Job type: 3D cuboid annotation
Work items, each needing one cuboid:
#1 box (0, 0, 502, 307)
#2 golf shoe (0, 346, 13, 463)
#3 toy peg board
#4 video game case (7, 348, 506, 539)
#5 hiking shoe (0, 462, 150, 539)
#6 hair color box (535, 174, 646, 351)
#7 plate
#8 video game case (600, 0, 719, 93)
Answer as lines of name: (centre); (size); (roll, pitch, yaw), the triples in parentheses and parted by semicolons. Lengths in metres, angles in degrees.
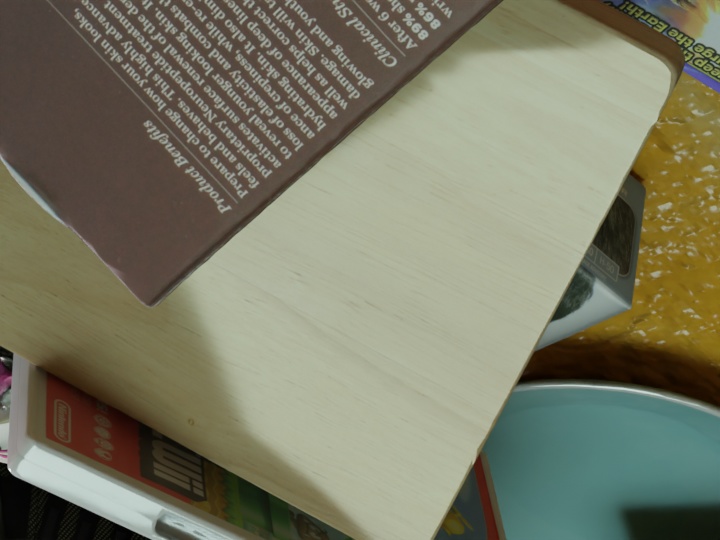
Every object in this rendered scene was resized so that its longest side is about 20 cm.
box: (-0.022, -0.089, 0.744); (0.100, 0.075, 0.200); (47, 123, -7)
golf shoe: (-0.136, 0.038, 1.045); (0.092, 0.073, 0.200); (24, 169, -22)
toy peg board: (-0.018, -0.045, 0.870); (0.199, 0.098, 0.200); (28, 117, 3)
video game case: (-0.032, 0.068, 0.935); (0.199, 0.143, 0.017); (27, 113, -19)
hiking shoe: (-0.120, 0.124, 1.154); (0.200, 0.100, 0.076); (52, 155, 9)
hair color box: (0.000, 0.000, 0.999); (0.199, 0.061, 0.099); (-27, 128, 38)
plate: (0.104, 0.099, 1.126); (0.199, 0.026, 0.201); (7, 143, 6)
video game case: (0.092, -0.157, 0.788); (0.199, 0.046, 0.181); (28, 138, -19)
